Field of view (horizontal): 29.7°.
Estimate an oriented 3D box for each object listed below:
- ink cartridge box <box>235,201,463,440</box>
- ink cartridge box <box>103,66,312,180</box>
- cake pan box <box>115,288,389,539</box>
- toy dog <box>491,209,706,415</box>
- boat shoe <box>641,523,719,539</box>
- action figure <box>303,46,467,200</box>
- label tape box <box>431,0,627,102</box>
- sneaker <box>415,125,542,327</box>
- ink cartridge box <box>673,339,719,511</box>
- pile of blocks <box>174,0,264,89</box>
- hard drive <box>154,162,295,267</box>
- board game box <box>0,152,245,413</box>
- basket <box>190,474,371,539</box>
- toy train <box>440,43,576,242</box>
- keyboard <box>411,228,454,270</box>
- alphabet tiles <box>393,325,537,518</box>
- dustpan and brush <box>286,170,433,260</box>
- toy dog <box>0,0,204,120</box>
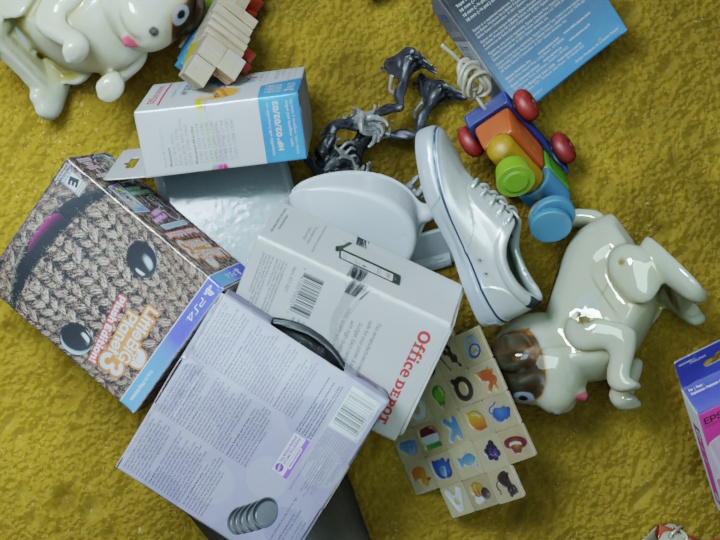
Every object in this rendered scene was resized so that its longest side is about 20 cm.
[{"bbox_3d":[-0.020,0.048,1.294,0.198,0.084,0.147,25,120,0],"label":"ink cartridge box"},{"bbox_3d":[-0.150,-0.143,1.323,0.197,0.115,0.069,-7,110,3],"label":"ink cartridge box"},{"bbox_3d":[-0.096,0.142,1.239,0.183,0.052,0.201,31,94,-5],"label":"cake pan box"},{"bbox_3d":[0.216,0.051,1.336,0.200,0.140,0.194,-44,79,-2],"label":"toy dog"},{"bbox_3d":[0.300,0.287,1.362,0.198,0.071,0.063,-13,83,4],"label":"boat shoe"},{"bbox_3d":[0.018,-0.124,1.366,0.201,0.102,0.119,-54,130,-9],"label":"action figure"},{"bbox_3d":[0.153,-0.280,1.374,0.144,0.063,0.201,-37,104,-3],"label":"label tape box"},{"bbox_3d":[0.115,-0.049,1.286,0.070,0.073,0.202,-21,97,24],"label":"sneaker"},{"bbox_3d":[0.377,0.153,1.336,0.094,0.037,0.201,-25,118,-2],"label":"ink cartridge box"},{"bbox_3d":[-0.137,-0.227,1.359,0.062,0.201,0.082,35,127,-21],"label":"pile of blocks"},{"bbox_3d":[-0.135,-0.074,1.402,0.138,0.033,0.202,-16,86,-1],"label":"hard drive"},{"bbox_3d":[-0.237,0.009,1.341,0.199,0.097,0.160,38,104,5],"label":"board game box"},{"bbox_3d":[-0.072,0.248,1.335,0.179,0.136,0.201,-29,90,-6],"label":"basket"},{"bbox_3d":[0.138,-0.120,1.319,0.084,0.116,0.200,-32,128,21],"label":"toy train"},{"bbox_3d":[0.000,0.000,1.389,0.198,0.057,0.011,-17,45,-1],"label":"keyboard"},{"bbox_3d":[0.086,0.142,1.345,0.166,0.006,0.202,-27,85,42],"label":"alphabet tiles"},{"bbox_3d":[0.036,-0.046,1.341,0.198,0.057,0.141,-10,119,4],"label":"dustpan and brush"},{"bbox_3d":[-0.250,-0.253,1.345,0.198,0.140,0.195,-7,44,31],"label":"toy dog"}]
